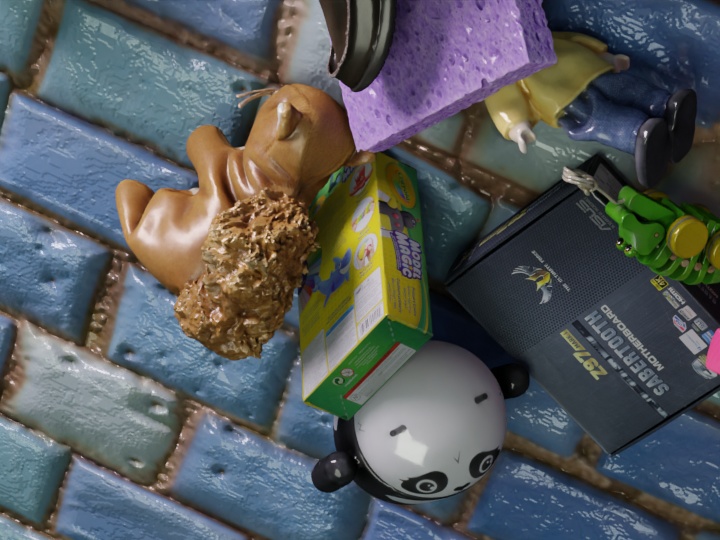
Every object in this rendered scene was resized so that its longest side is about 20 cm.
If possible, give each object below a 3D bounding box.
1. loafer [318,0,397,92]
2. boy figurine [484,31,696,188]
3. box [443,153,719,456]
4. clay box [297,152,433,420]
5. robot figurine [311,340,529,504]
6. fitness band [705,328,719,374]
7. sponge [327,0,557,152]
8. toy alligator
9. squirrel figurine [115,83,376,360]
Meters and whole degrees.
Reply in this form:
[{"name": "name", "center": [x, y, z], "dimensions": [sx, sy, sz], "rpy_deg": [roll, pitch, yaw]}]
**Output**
[{"name": "loafer", "center": [-0.012, -0.223, 1.520], "dimensions": [0.071, 0.073, 0.201], "rpy_deg": [0, 112, -9]}, {"name": "boy figurine", "center": [0.136, -0.126, 1.559], "dimensions": [0.199, 0.124, 0.065], "rpy_deg": [23, 139, 28]}, {"name": "box", "center": [0.187, 0.030, 1.673], "dimensions": [0.200, 0.051, 0.158], "rpy_deg": [46, 126, -11]}, {"name": "clay box", "center": [0.000, 0.000, 1.655], "dimensions": [0.047, 0.201, 0.115], "rpy_deg": [24, 130, -25]}, {"name": "robot figurine", "center": [0.046, 0.122, 1.700], "dimensions": [0.124, 0.151, 0.200], "rpy_deg": [25, 168, -5]}, {"name": "fitness band", "center": [0.334, 0.076, 1.565], "dimensions": [0.143, 0.200, 0.038], "rpy_deg": [23, 99, 39]}, {"name": "sponge", "center": [0.053, -0.167, 1.552], "dimensions": [0.200, 0.030, 0.112], "rpy_deg": [-24, 76, 50]}, {"name": "toy alligator", "center": [0.213, -0.026, 1.577], "dimensions": [0.199, 0.059, 0.054], "rpy_deg": [16, 107, -32]}, {"name": "squirrel figurine", "center": [-0.071, -0.041, 1.643], "dimensions": [0.141, 0.200, 0.187], "rpy_deg": [31, 120, -32]}]
